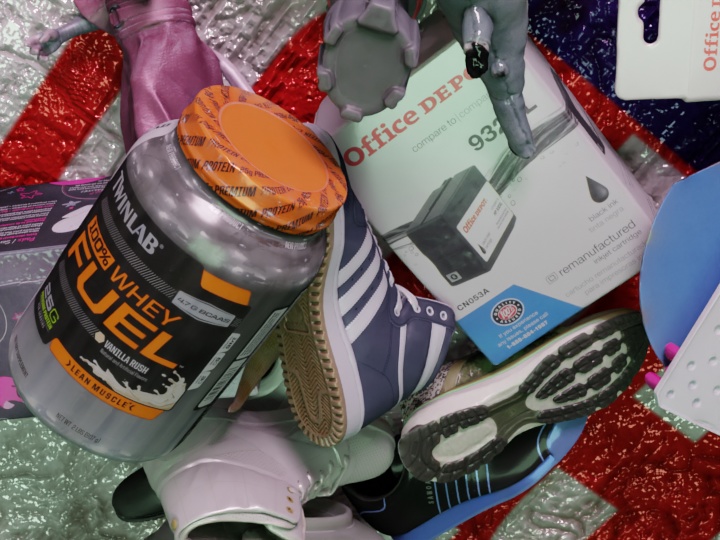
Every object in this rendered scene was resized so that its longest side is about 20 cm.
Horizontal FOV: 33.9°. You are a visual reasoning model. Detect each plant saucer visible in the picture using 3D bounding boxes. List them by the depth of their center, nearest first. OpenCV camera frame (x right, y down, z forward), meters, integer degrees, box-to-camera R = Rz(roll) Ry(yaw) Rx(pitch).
[{"bbox_3d":[-0.061,0.195,0.871,0.199,0.200,0.050,7,90,-1],"label":"plant saucer"}]

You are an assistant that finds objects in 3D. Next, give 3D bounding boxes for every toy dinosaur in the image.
[{"bbox_3d":[-0.043,0.029,0.799,0.058,0.201,0.101,-1,143,39],"label":"toy dinosaur"}]

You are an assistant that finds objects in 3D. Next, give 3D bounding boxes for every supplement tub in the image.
[{"bbox_3d":[-0.101,0.003,0.661,0.122,0.123,0.200,32,118,-13],"label":"supplement tub"}]

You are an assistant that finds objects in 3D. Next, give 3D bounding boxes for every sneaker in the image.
[{"bbox_3d":[0.000,0.000,0.744,0.070,0.108,0.201,12,114,47],"label":"sneaker"},{"bbox_3d":[-0.048,0.151,0.797,0.199,0.116,0.074,5,126,-32],"label":"sneaker"},{"bbox_3d":[0.108,0.067,0.840,0.199,0.089,0.077,-25,128,-2],"label":"sneaker"},{"bbox_3d":[-0.113,0.110,0.882,0.200,0.074,0.089,-32,110,5],"label":"sneaker"},{"bbox_3d":[0.075,0.135,0.885,0.200,0.070,0.078,-39,114,20],"label":"sneaker"}]

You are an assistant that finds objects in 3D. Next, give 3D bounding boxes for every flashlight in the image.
[{"bbox_3d":[0.005,-0.140,0.671,0.068,0.200,0.068,-28,114,17],"label":"flashlight"}]

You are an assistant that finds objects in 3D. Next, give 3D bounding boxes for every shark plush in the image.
[{"bbox_3d":[0.054,-0.137,0.633,0.090,0.084,0.200,0,138,8],"label":"shark plush"}]

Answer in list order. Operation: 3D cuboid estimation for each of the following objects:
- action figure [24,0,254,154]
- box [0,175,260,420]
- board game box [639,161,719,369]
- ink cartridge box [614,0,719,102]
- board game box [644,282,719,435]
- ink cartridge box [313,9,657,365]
[{"bbox_3d":[-0.121,-0.153,0.726,0.148,0.134,0.201,-12,93,-27],"label":"action figure"},{"bbox_3d":[-0.170,0.016,0.808,0.199,0.115,0.133,-6,117,6],"label":"box"},{"bbox_3d":[0.260,-0.016,0.767,0.199,0.039,0.159,-25,116,-9],"label":"board game box"},{"bbox_3d":[0.251,-0.170,0.719,0.199,0.068,0.117,-2,117,2],"label":"ink cartridge box"},{"bbox_3d":[0.304,0.029,0.761,0.199,0.026,0.201,25,101,-26],"label":"board game box"},{"bbox_3d":[0.083,-0.061,0.774,0.145,0.084,0.200,-35,111,19],"label":"ink cartridge box"}]
